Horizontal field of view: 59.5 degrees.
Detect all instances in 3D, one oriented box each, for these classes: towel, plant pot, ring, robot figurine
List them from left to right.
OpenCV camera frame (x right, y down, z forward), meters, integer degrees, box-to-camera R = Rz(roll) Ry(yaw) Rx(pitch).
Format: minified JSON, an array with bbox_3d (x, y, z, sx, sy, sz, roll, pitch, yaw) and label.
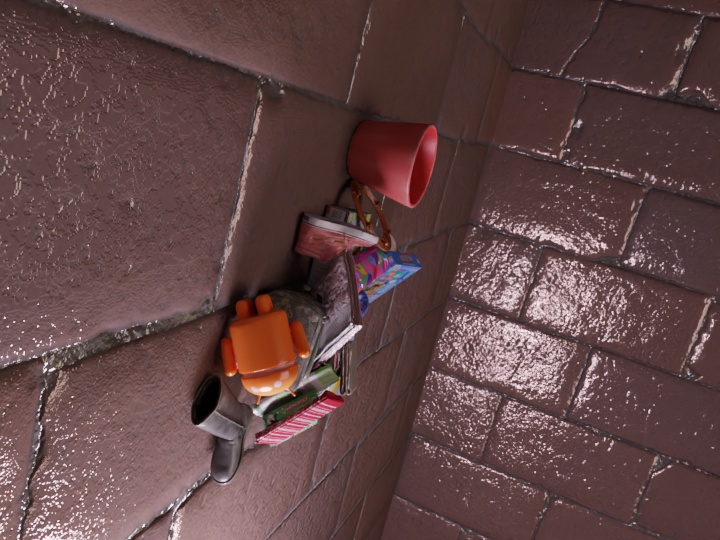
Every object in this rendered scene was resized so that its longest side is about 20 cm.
[{"bbox_3d":[-0.182,0.149,1.202,0.143,0.116,0.203,-14,91,-38],"label":"robot figurine"},{"bbox_3d":[-0.144,0.283,1.443,0.198,0.031,0.149,-27,162,-4],"label":"towel"},{"bbox_3d":[-0.136,0.337,1.436,0.199,0.023,0.145,-32,159,3],"label":"towel"},{"bbox_3d":[-0.073,0.162,1.577,0.200,0.029,0.149,-168,-94,-77],"label":"towel"},{"bbox_3d":[-0.063,0.082,1.386,0.200,0.032,0.193,-47,-138,45],"label":"towel"},{"bbox_3d":[-0.031,0.243,1.593,0.200,0.034,0.135,59,32,-82],"label":"towel"},{"bbox_3d":[0.032,-0.144,1.592,0.201,0.019,0.202,53,23,-34],"label":"ring"},{"bbox_3d":[0.075,-0.275,1.540,0.201,0.175,0.202,-55,155,-41],"label":"plant pot"}]

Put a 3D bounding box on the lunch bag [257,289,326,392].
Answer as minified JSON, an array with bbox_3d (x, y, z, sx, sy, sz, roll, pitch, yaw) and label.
[{"bbox_3d":[-0.154,0.140,1.343,0.168,0.138,0.203,-51,159,-88],"label":"lunch bag"}]

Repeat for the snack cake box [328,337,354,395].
[{"bbox_3d":[-0.085,0.270,1.764,0.115,0.066,0.203,-17,123,-69],"label":"snack cake box"}]

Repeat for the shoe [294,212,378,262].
[{"bbox_3d":[-0.055,-0.062,1.421,0.198,0.071,0.092,13,102,-34],"label":"shoe"}]

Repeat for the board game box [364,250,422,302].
[{"bbox_3d":[0.052,0.021,1.729,0.199,0.045,0.151,-35,159,25],"label":"board game box"}]

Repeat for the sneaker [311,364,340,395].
[{"bbox_3d":[-0.123,0.295,1.643,0.199,0.075,0.077,-25,146,-35],"label":"sneaker"}]

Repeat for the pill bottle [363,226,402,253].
[{"bbox_3d":[0.053,-0.050,1.791,0.200,0.115,0.118,46,64,-70],"label":"pill bottle"}]

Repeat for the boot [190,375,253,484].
[{"bbox_3d":[-0.277,0.317,1.233,0.200,0.071,0.184,81,18,-67],"label":"boot"}]

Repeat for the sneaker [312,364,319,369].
[{"bbox_3d":[-0.135,0.172,1.533,0.095,0.078,0.203,-28,133,-49],"label":"sneaker"}]

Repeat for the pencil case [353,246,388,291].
[{"bbox_3d":[0.000,0.000,1.522,0.200,0.087,0.090,-35,140,-64],"label":"pencil case"}]

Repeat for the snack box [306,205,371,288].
[{"bbox_3d":[-0.051,-0.053,1.557,0.168,0.067,0.203,-7,112,-71],"label":"snack box"}]

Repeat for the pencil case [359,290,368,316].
[{"bbox_3d":[-0.031,0.114,1.657,0.200,0.077,0.088,118,-40,-66],"label":"pencil case"}]

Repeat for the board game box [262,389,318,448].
[{"bbox_3d":[-0.164,0.357,1.501,0.133,0.029,0.201,-26,156,-19],"label":"board game box"}]
